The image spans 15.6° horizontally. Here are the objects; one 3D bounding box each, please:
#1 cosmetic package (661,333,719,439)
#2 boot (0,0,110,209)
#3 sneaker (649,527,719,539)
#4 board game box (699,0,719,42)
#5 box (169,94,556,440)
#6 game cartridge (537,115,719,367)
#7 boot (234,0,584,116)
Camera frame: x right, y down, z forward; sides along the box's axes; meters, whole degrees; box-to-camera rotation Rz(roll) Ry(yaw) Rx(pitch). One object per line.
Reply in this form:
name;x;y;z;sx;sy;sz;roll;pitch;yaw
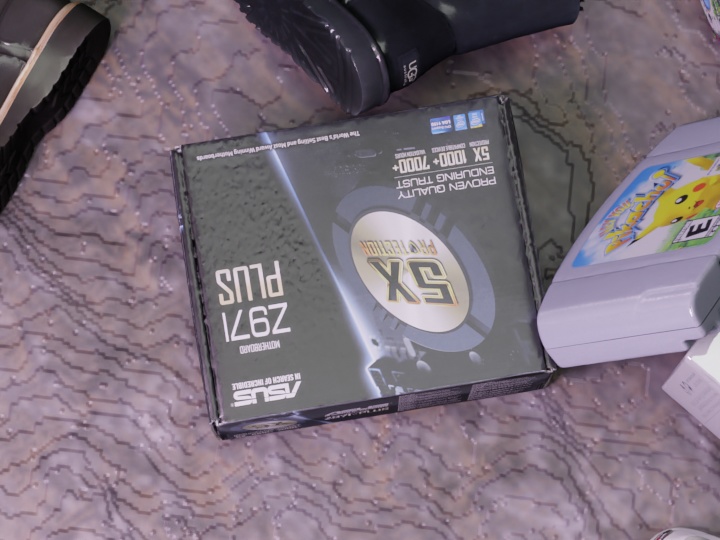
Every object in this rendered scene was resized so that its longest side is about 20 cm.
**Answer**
cosmetic package;0.314;0.050;1.491;0.200;0.123;0.199;41;82;8
boot;-0.258;-0.100;1.550;0.138;0.078;0.200;31;68;9
sneaker;0.244;0.216;1.480;0.200;0.089;0.074;33;80;4
board game box;0.232;-0.236;1.575;0.199;0.062;0.201;-16;80;-2
box;0.000;0.000;1.518;0.199;0.086;0.165;-8;80;-2
game cartridge;0.184;-0.025;1.479;0.041;0.133;0.200;53;51;-18
boot;0.017;-0.188;1.562;0.168;0.077;0.200;-26;55;-24
